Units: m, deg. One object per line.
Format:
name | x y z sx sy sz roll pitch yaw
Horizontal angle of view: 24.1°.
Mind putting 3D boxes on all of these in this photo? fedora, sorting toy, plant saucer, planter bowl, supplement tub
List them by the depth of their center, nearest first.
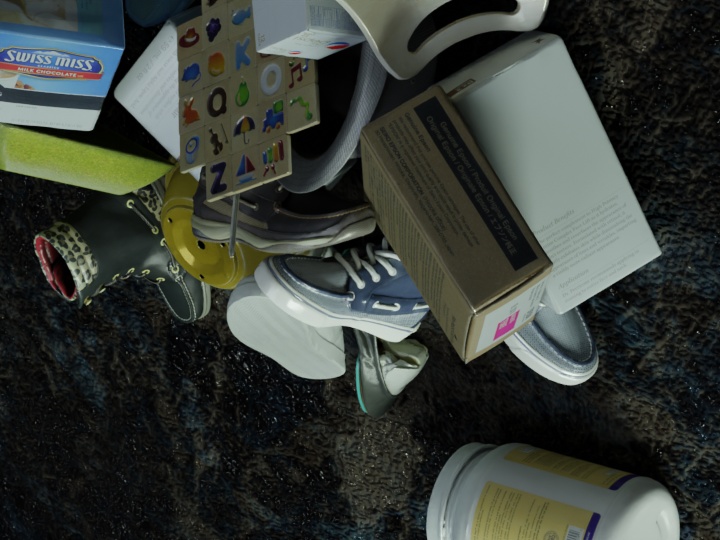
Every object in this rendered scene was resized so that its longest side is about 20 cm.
sorting toy | 0.059 -0.232 1.228 0.107 0.200 0.180 -116 5 -55
fedora | -0.001 -0.158 1.364 0.177 0.090 0.200 50 128 51
supplement tub | 0.176 0.241 1.556 0.200 0.145 0.146 12 132 37
plant saucer | -0.313 -0.126 1.621 0.200 0.200 0.048 29 102 45
planter bowl | -0.133 -0.044 1.640 0.200 0.083 0.201 26 139 25

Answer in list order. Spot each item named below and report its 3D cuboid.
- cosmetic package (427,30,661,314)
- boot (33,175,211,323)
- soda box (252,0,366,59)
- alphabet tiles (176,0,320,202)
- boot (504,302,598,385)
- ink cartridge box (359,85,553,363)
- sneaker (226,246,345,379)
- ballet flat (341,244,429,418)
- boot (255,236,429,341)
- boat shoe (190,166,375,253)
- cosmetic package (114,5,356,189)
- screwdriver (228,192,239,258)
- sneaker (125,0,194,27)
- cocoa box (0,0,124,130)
cosmetic package | 0.144 -0.077 1.316 0.200 0.102 0.074 63 173 -18
boot | -0.243 -0.001 1.724 0.073 0.154 0.204 12 133 40
soda box | -0.045 -0.267 1.282 0.068 0.064 0.201 -14 78 50
alphabet tiles | -0.095 -0.163 1.385 0.166 0.006 0.201 -16 70 42
boot | 0.145 0.004 1.423 0.200 0.073 0.090 49 144 0
ink cartridge box | 0.071 -0.031 1.306 0.165 0.075 0.200 58 174 12
sneaker | -0.067 0.016 1.552 0.073 0.116 0.200 -6 157 17
ballet flat | 0.025 0.066 1.609 0.068 0.068 0.200 8 130 24
boot | 0.000 0.000 1.459 0.090 0.200 0.073 -48 57 20
boat shoe | -0.073 -0.059 1.417 0.200 0.074 0.074 5 108 40
cosmetic package | -0.113 -0.130 1.517 0.200 0.074 0.102 45 123 2
screwdriver | -0.103 -0.097 1.403 0.028 0.200 0.029 -23 135 35
sneaker | -0.180 -0.281 1.459 0.078 0.090 0.200 39 144 9
cocoa box | -0.289 -0.245 1.485 0.131 0.133 0.200 127 142 -52
